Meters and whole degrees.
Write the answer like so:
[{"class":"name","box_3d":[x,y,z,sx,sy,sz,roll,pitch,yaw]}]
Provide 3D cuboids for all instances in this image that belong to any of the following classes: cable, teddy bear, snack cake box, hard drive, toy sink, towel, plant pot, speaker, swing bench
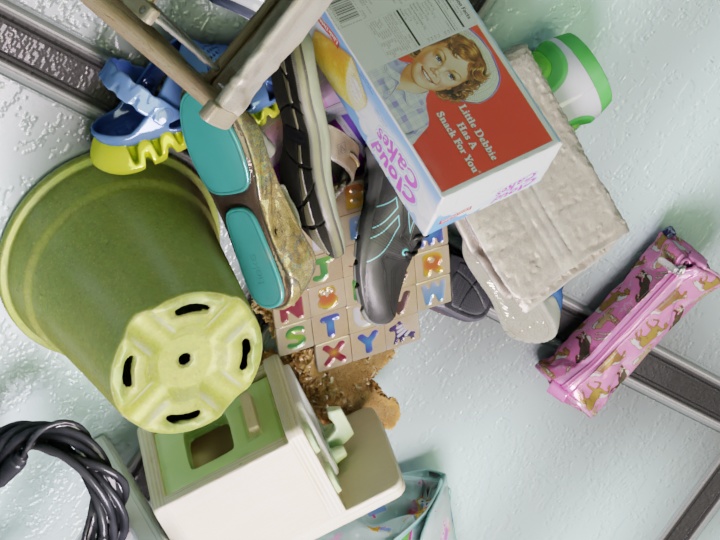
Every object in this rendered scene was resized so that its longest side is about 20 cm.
[{"class":"cable","box_3d":[-0.276,0.207,1.722,0.051,0.162,0.202,-28,139,-58]},{"class":"teddy bear","box_3d":[-0.032,0.069,1.832,0.145,0.067,0.200,-46,125,-9]},{"class":"snack cake box","box_3d":[0.054,-0.143,1.579,0.114,0.201,0.067,-24,162,-22]},{"class":"hard drive","box_3d":[-0.175,0.247,1.762,0.026,0.200,0.132,-31,130,-8]},{"class":"toy sink","box_3d":[-0.080,0.161,1.745,0.199,0.131,0.113,-26,122,2]},{"class":"towel","box_3d":[0.134,-0.077,1.711,0.132,0.034,0.201,-34,103,-17]},{"class":"plant pot","box_3d":[-0.173,0.030,1.637,0.199,0.184,0.202,-15,126,-21]},{"class":"speaker","box_3d":[0.120,-0.125,1.768,0.199,0.089,0.089,-33,130,-7]},{"class":"swing bench","box_3d":[-0.100,-0.240,1.478,0.199,0.200,0.130,-49,172,7]}]

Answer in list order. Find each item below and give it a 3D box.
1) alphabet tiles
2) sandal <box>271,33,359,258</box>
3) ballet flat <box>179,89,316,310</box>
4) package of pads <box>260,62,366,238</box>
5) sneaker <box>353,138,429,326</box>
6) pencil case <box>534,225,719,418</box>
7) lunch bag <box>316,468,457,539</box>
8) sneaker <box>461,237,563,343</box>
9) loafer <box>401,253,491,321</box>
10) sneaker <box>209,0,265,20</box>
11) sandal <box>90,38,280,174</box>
[{"class":"alphabet tiles","box_3d":[0.000,0.000,1.736,0.165,0.006,0.201,-17,132,-13]},{"class":"sandal","box_3d":[-0.028,-0.101,1.605,0.057,0.080,0.203,-17,119,-22]},{"class":"ballet flat","box_3d":[-0.086,-0.067,1.601,0.070,0.071,0.201,-25,109,-14]},{"class":"package of pads","box_3d":[-0.032,-0.117,1.696,0.200,0.076,0.121,-40,131,-2]},{"class":"sneaker","box_3d":[0.037,-0.051,1.639,0.078,0.075,0.202,7,102,4]},{"class":"pencil case","box_3d":[0.261,0.054,1.971,0.200,0.083,0.086,-47,131,5]},{"class":"lunch bag","box_3d":[0.017,0.303,1.965,0.199,0.122,0.172,-28,127,-23]},{"class":"sneaker","box_3d":[0.146,-0.034,1.830,0.076,0.112,0.201,-3,142,21]},{"class":"loafer","box_3d":[0.035,-0.005,1.817,0.199,0.063,0.072,32,66,-37]},{"class":"sneaker","box_3d":[-0.031,-0.244,1.618,0.198,0.070,0.109,3,113,-24]},{"class":"sandal","box_3d":[-0.132,-0.151,1.619,0.199,0.079,0.088,-26,125,-16]}]
